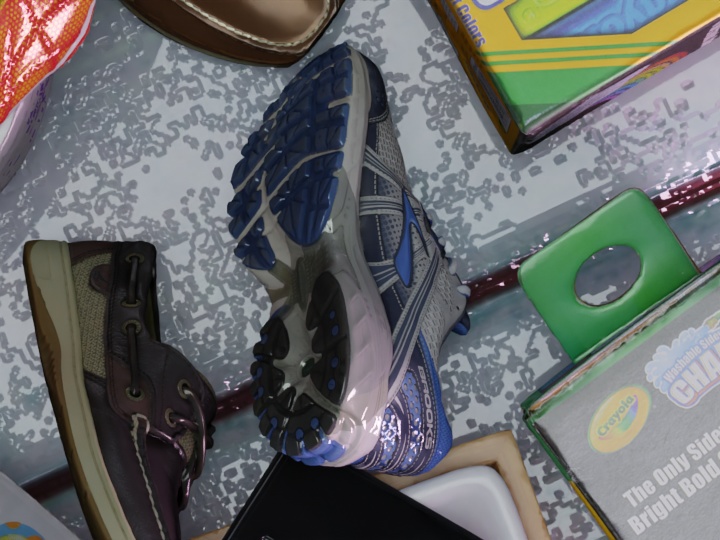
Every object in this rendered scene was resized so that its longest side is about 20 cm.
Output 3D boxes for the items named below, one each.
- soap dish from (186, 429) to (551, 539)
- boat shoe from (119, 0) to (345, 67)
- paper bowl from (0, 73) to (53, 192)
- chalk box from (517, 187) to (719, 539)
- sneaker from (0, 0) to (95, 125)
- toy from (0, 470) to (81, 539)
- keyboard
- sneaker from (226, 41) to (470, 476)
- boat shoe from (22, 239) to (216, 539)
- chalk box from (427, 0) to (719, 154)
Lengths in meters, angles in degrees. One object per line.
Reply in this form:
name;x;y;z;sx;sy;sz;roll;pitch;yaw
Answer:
soap dish;0.021;0.184;1.230;0.157;0.081;0.201;-19;88;1
boat shoe;-0.098;-0.156;1.246;0.200;0.074;0.076;35;90;2
paper bowl;-0.224;-0.096;1.233;0.200;0.104;0.202;0;88;1
chalk box;0.144;0.064;1.210;0.124;0.124;0.200;-35;87;2
sneaker;-0.156;-0.082;1.143;0.073;0.077;0.200;29;89;3
toy;-0.138;0.150;1.239;0.200;0.047;0.115;39;108;25
keyboard;0.029;0.158;1.154;0.200;0.021;0.127;30;54;6
sneaker;0.000;0.000;1.227;0.085;0.077;0.201;25;49;-35
boat shoe;-0.090;0.056;1.202;0.065;0.073;0.200;-16;50;-6
chalk box;0.119;-0.152;1.215;0.200;0.125;0.124;-31;88;-1
